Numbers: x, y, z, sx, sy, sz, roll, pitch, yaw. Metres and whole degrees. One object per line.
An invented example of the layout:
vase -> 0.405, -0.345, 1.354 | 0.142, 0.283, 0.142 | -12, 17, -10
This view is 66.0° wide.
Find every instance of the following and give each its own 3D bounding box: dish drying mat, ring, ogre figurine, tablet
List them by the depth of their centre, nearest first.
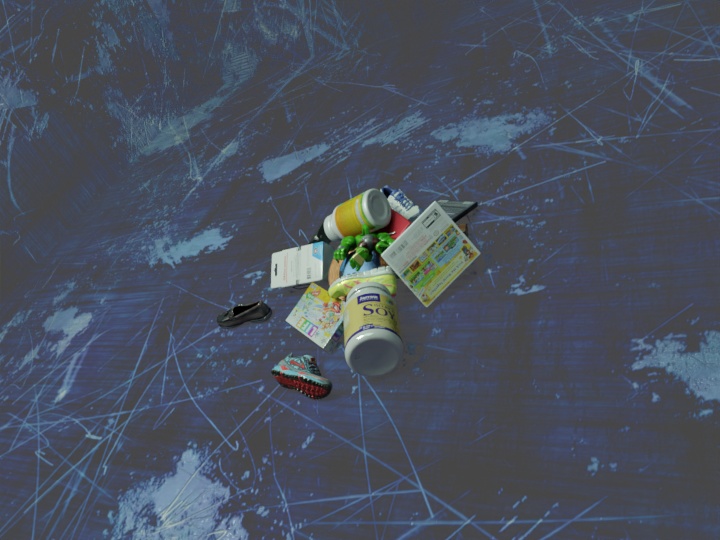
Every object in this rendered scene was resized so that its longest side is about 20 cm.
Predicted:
ogre figurine -> 0.025, -0.064, 1.490 | 0.196, 0.100, 0.120 | -24, 25, 1
ring -> 0.000, 0.000, 1.556 | 0.196, 0.019, 0.205 | -12, 61, 22
tablet -> -0.003, 0.032, 1.560 | 0.127, 0.014, 0.205 | 6, 68, 29
dish drying mat -> 0.072, -0.147, 1.619 | 0.077, 0.018, 0.200 | -51, 44, 3

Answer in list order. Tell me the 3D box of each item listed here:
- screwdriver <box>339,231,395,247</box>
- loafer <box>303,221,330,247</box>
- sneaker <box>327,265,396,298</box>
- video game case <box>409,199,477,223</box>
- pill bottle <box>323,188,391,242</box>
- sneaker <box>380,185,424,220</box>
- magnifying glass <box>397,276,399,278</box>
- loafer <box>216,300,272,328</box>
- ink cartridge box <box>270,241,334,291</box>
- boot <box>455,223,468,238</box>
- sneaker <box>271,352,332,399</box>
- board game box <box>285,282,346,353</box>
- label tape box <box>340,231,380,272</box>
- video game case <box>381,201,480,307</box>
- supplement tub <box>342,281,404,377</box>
screwdriver -> 0.018, -0.088, 1.606 | 0.197, 0.030, 0.028 | -22, 12, 35
loafer -> -0.146, -0.066, 1.797 | 0.201, 0.072, 0.072 | -53, 4, -20
sneaker -> 0.007, 0.052, 1.466 | 0.195, 0.078, 0.093 | -15, 77, 14
video game case -> 0.235, -0.162, 1.640 | 0.141, 0.019, 0.199 | 11, 36, 45
pill bottle -> -0.014, -0.151, 1.610 | 0.197, 0.111, 0.112 | -20, 32, 43
sneaker -> 0.125, -0.209, 1.760 | 0.075, 0.089, 0.199 | -38, 39, -18
magnifying glass -> 0.149, 0.005, 1.546 | 0.079, 0.023, 0.198 | -42, 39, -17
loafer -> -0.363, 0.126, 1.697 | 0.195, 0.064, 0.073 | -10, 39, 23
ink cartridge box -> -0.176, -0.007, 1.682 | 0.196, 0.067, 0.119 | -10, 71, 30
boot -> 0.198, -0.063, 1.558 | 0.195, 0.066, 0.187 | -6, 29, 22
sneaker -> -0.137, 0.251, 1.392 | 0.197, 0.080, 0.096 | 10, 48, 40
board game box -> -0.109, 0.127, 1.530 | 0.198, 0.034, 0.136 | 25, 77, 48
label tape box -> 0.023, -0.061, 1.658 | 0.143, 0.063, 0.203 | 23, 77, 47
video game case -> 0.182, -0.041, 1.432 | 0.200, 0.182, 0.023 | -43, 3, -2
supplement tub -> 0.028, 0.140, 1.359 | 0.142, 0.147, 0.202 | -19, 38, 10
